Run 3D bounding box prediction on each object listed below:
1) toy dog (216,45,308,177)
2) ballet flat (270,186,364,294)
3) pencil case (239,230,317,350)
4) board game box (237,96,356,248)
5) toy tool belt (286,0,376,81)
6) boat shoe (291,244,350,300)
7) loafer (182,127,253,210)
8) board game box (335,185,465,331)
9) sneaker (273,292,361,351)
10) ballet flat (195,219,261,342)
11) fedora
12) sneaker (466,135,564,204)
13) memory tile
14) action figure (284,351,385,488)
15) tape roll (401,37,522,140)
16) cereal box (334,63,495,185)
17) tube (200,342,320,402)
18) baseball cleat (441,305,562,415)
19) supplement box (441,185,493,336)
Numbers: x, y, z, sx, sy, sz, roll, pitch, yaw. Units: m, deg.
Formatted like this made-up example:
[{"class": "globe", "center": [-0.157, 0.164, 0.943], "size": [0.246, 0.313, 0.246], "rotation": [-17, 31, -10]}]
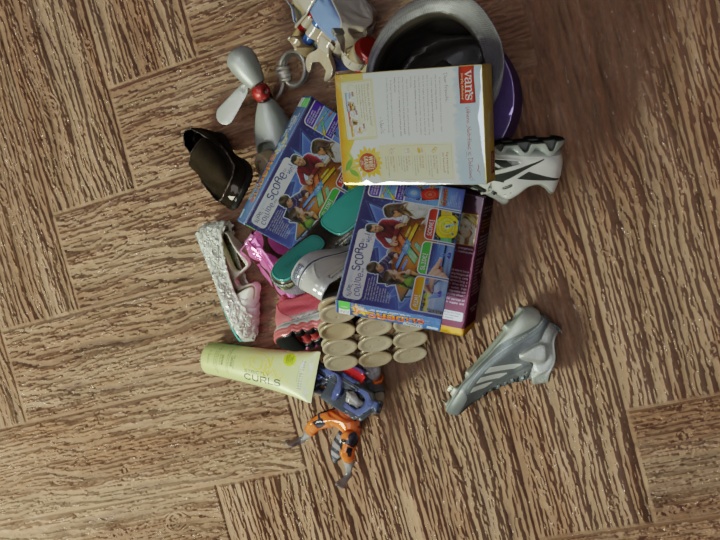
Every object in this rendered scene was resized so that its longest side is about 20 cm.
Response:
[{"class": "toy dog", "center": [-0.144, -0.224, 1.331], "size": [0.096, 0.132, 0.200], "rotation": [-6, 91, 56]}, {"class": "ballet flat", "center": [-0.040, -0.040, 1.258], "size": [0.200, 0.072, 0.072], "rotation": [-43, 83, -9]}, {"class": "pencil case", "center": [-0.103, 0.019, 1.345], "size": [0.091, 0.094, 0.200], "rotation": [-41, 82, 33]}, {"class": "board game box", "center": [-0.068, -0.127, 1.282], "size": [0.135, 0.034, 0.200], "rotation": [29, 89, -26]}, {"class": "toy tool belt", "center": [-0.039, -0.335, 1.270], "size": [0.123, 0.125, 0.200], "rotation": [-47, 62, 50]}, {"class": "boat shoe", "center": [0.000, 0.000, 1.219], "size": [0.070, 0.200, 0.071], "rotation": [41, 124, 28]}, {"class": "loafer", "center": [-0.219, -0.152, 1.316], "size": [0.073, 0.071, 0.200], "rotation": [-60, 36, 15]}, {"class": "board game box", "center": [0.054, -0.027, 1.158], "size": [0.135, 0.034, 0.200], "rotation": [11, 60, 7]}, {"class": "sneaker", "center": [-0.031, 0.045, 1.253], "size": [0.200, 0.074, 0.087], "rotation": [-14, 60, 8]}, {"class": "ballet flat", "center": [-0.192, 0.013, 1.383], "size": [0.072, 0.072, 0.200], "rotation": [-23, 92, 19]}, {"class": "fedora", "center": [0.105, -0.257, 1.158], "size": [0.200, 0.090, 0.177], "rotation": [-38, 82, 29]}, {"class": "sneaker", "center": [0.164, -0.127, 1.172], "size": [0.200, 0.074, 0.089], "rotation": [0, 109, 4]}, {"class": "memory tile", "center": [0.019, 0.084, 1.230], "size": [0.153, 0.200, 0.017], "rotation": [-7, 59, -3]}, {"class": "action figure", "center": [-0.036, 0.199, 1.368], "size": [0.200, 0.105, 0.194], "rotation": [36, 101, 39]}, {"class": "tape roll", "center": [0.120, -0.236, 1.249], "size": [0.200, 0.085, 0.200], "rotation": [2, 97, 18]}, {"class": "cereal box", "center": [0.067, -0.179, 1.121], "size": [0.200, 0.040, 0.144], "rotation": [3, 104, 27]}, {"class": "tube", "center": [-0.153, 0.147, 1.380], "size": [0.200, 0.052, 0.058], "rotation": [7, 123, 28]}, {"class": "baseball cleat", "center": [0.207, 0.148, 1.279], "size": [0.106, 0.070, 0.200], "rotation": [38, 107, 10]}, {"class": "supplement box", "center": [0.117, -0.019, 1.276], "size": [0.110, 0.086, 0.200], "rotation": [11, 100, 16]}]
